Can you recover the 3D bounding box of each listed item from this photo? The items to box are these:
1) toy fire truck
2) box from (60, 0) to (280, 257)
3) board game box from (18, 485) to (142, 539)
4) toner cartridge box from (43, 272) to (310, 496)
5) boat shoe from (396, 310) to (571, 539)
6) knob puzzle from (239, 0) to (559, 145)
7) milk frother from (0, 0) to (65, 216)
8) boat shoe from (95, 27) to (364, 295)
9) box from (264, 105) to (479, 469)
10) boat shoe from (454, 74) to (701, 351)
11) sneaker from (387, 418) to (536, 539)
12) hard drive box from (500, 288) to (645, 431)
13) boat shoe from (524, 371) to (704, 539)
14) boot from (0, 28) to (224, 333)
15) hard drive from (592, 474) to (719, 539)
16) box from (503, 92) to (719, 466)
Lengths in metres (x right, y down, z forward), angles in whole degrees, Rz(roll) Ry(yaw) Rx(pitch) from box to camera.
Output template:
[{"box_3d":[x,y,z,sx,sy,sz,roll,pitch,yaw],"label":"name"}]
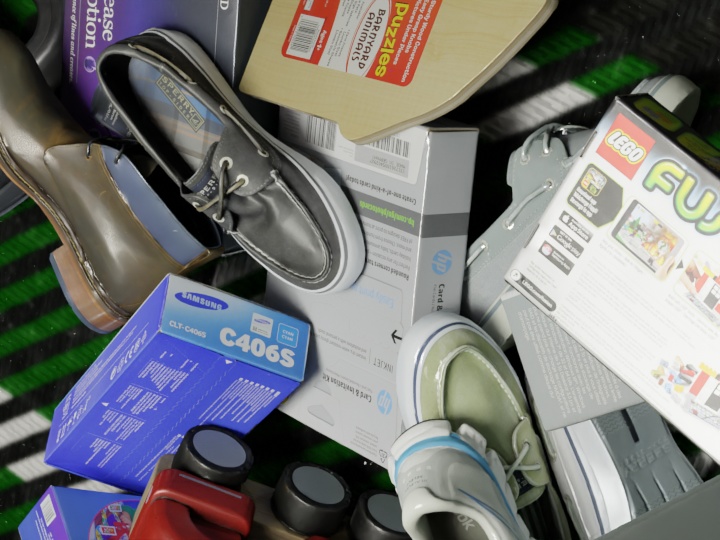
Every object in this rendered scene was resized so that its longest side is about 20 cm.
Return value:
[{"box_3d":[-0.060,0.214,1.180,0.176,0.200,0.129,22,117,-8],"label":"toy fire truck"},{"box_3d":[-0.111,-0.122,1.259,0.141,0.079,0.200,12,105,30],"label":"box"},{"box_3d":[-0.120,0.230,1.248,0.045,0.134,0.200,-50,47,29],"label":"board game box"},{"box_3d":[-0.117,0.078,1.250,0.200,0.095,0.043,-44,32,50],"label":"toner cartridge box"},{"box_3d":[0.081,0.114,1.139,0.062,0.072,0.200,23,141,60],"label":"boat shoe"},{"box_3d":[0.037,-0.161,1.138,0.219,0.030,0.220,-16,64,36],"label":"knob puzzle"},{"box_3d":[-0.299,-0.150,1.310,0.188,0.200,0.181,46,116,19],"label":"milk frother"},{"box_3d":[-0.080,-0.062,1.163,0.070,0.066,0.200,-46,75,30],"label":"boat shoe"},{"box_3d":[0.000,0.000,1.193,0.156,0.041,0.200,22,110,53],"label":"box"},{"box_3d":[0.108,-0.042,1.122,0.072,0.070,0.201,44,123,14],"label":"boat shoe"},{"box_3d":[0.079,0.178,1.085,0.075,0.087,0.200,-36,106,19],"label":"sneaker"},{"box_3d":[0.199,0.008,1.018,0.200,0.156,0.077,-21,85,34],"label":"hard drive box"},{"box_3d":[0.152,0.129,1.134,0.067,0.073,0.200,-27,80,60],"label":"boat shoe"},{"box_3d":[-0.158,-0.071,1.218,0.097,0.075,0.200,-25,94,26],"label":"boot"},{"box_3d":[0.210,0.148,1.005,0.132,0.200,0.026,24,110,29],"label":"hard drive"},{"box_3d":[0.169,0.021,0.923,0.200,0.035,0.110,43,118,23],"label":"box"}]
